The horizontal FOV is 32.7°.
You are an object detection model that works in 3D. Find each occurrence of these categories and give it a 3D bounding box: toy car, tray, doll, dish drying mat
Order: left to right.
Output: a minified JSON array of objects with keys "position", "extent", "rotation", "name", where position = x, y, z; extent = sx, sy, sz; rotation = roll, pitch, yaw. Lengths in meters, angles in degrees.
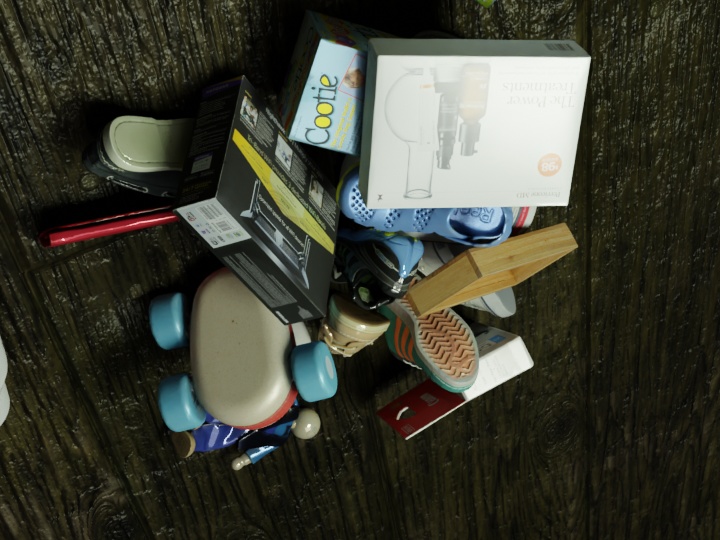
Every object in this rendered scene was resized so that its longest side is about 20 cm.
[{"position":[-0.218,-0.052,1.230],"extent":[0.200,0.077,0.018],"rotation":[-14,92,-22],"name":"dish drying mat"},{"position":[-0.135,0.192,1.513],"extent":[0.200,0.048,0.137],"rotation":[2,118,-41],"name":"doll"},{"position":[-0.107,0.098,1.366],"extent":[0.184,0.177,0.200],"rotation":[-14,161,12],"name":"toy car"},{"position":[0.145,-0.003,1.339],"extent":[0.099,0.037,0.200],"rotation":[-35,168,38],"name":"tray"}]

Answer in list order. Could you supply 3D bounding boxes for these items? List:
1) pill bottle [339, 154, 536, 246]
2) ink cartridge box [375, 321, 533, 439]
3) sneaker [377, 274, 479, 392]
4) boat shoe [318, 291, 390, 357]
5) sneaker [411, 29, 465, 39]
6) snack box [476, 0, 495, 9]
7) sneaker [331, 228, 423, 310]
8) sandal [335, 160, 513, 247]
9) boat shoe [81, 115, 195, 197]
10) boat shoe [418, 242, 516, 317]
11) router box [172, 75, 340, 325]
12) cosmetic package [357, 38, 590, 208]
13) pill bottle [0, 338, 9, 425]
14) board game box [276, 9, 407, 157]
[{"position":[0.084,-0.090,1.339],"extent":[0.200,0.120,0.120],"rotation":[4,125,-35],"name":"pill bottle"},{"position":[0.102,0.130,1.508],"extent":[0.176,0.200,0.045],"rotation":[-29,97,-8],"name":"ink cartridge box"},{"position":[0.078,0.083,1.432],"extent":[0.071,0.200,0.080],"rotation":[-14,132,-19],"name":"sneaker"},{"position":[-0.012,0.067,1.378],"extent":[0.071,0.200,0.065],"rotation":[27,91,0],"name":"boat shoe"},{"position":[0.133,-0.198,1.315],"extent":[0.200,0.106,0.075],"rotation":[31,111,-14],"name":"sneaker"},{"position":[0.128,-0.373,1.146],"extent":[0.200,0.068,0.169],"rotation":[-45,136,13],"name":"snack box"},{"position":[0.000,0.000,1.335],"extent":[0.071,0.200,0.083],"rotation":[17,82,-24],"name":"sneaker"},{"position":[0.074,-0.066,1.224],"extent":[0.200,0.087,0.080],"rotation":[5,106,-19],"name":"sandal"},{"position":[-0.187,-0.104,1.197],"extent":[0.066,0.075,0.199],"rotation":[-22,169,34],"name":"boat shoe"},{"position":[0.123,0.008,1.503],"extent":[0.070,0.071,0.200],"rotation":[-20,148,26],"name":"boat shoe"},{"position":[-0.095,-0.066,1.206],"extent":[0.052,0.157,0.200],"rotation":[-14,138,26],"name":"router box"},{"position":[0.103,-0.135,1.140],"extent":[0.200,0.052,0.151],"rotation":[-2,120,-10],"name":"cosmetic package"},{"position":[-0.407,0.072,1.186],"extent":[0.113,0.113,0.200],"rotation":[-18,135,-17],"name":"pill bottle"},{"position":[0.032,-0.167,1.197],"extent":[0.200,0.103,0.105],"rotation":[13,114,-17],"name":"board game box"}]
